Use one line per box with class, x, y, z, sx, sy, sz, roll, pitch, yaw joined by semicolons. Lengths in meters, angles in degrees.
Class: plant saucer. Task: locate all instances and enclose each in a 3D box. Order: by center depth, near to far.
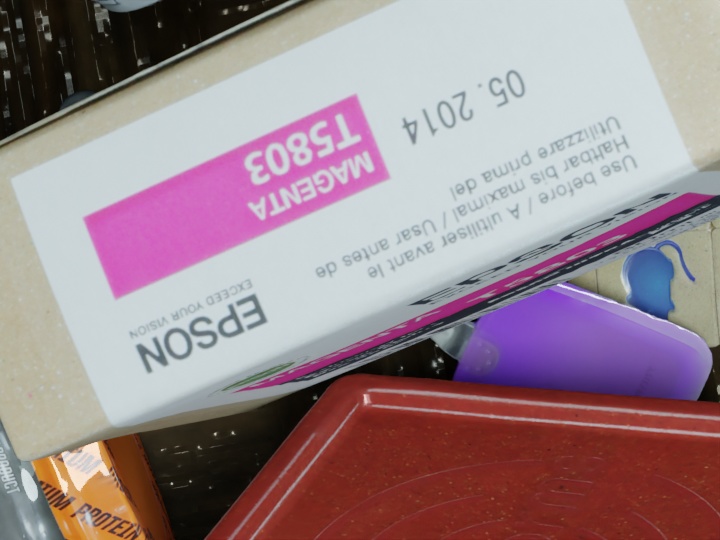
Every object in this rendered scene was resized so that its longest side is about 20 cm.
plant saucer;0.037;0.082;0.720;0.200;0.200;0.037;3;118;25

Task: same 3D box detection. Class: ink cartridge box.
ink cartridge box;0.016;-0.027;0.731;0.200;0.165;0.075;-23;85;17

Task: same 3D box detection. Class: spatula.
spatula;0.000;0.000;0.837;0.200;0.021;0.057;29;112;14

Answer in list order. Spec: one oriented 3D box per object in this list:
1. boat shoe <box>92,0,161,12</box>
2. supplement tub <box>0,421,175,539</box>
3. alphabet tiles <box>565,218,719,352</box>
boat shoe;-0.012;-0.152;0.800;0.200;0.062;0.072;-43;37;-1
supplement tub;-0.156;0.079;0.789;0.200;0.123;0.123;-23;80;1
alphabet tiles;0.091;-0.060;0.804;0.200;0.006;0.167;-2;102;21
